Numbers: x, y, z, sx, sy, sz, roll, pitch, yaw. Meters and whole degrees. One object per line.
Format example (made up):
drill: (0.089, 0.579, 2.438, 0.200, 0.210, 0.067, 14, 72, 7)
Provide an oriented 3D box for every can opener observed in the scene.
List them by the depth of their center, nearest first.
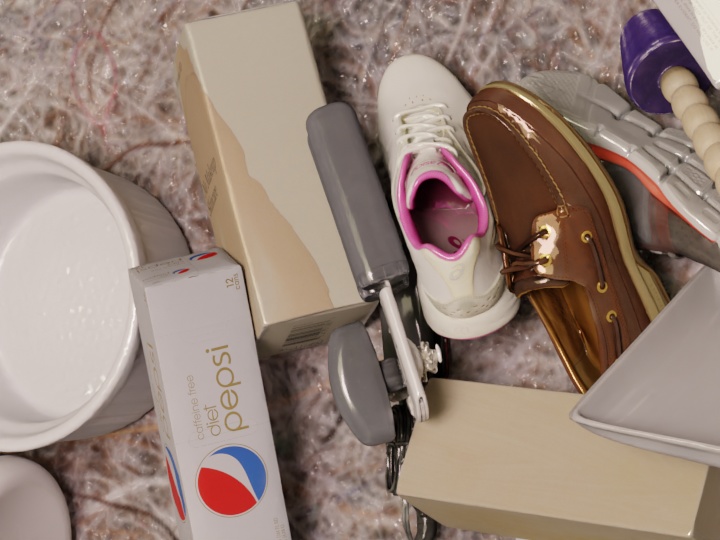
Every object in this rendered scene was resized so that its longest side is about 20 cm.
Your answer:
can opener: (0.000, 0.000, 1.308, 0.066, 0.053, 0.202, -13, 76, -5)

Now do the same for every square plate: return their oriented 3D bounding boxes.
square plate: (0.242, 0.064, 1.196, 0.199, 0.198, 0.029, 13, 121, 28)

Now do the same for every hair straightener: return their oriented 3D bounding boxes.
hair straightener: (0.024, 0.084, 1.358, 0.041, 0.077, 0.202, 1, 86, 23)

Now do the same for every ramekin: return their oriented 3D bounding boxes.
ramekin: (-0.205, 0.020, 1.474, 0.199, 0.097, 0.203, -3, 85, 28)

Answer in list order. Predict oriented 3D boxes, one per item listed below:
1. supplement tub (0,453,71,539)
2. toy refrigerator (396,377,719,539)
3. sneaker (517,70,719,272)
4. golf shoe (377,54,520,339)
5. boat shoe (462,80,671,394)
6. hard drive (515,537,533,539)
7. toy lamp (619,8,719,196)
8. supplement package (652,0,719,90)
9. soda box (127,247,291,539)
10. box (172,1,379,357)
supplement tub: (-0.310, 0.181, 1.489, 0.198, 0.144, 0.146, 9, 89, 28)
toy refrigerator: (0.126, 0.117, 1.284, 0.199, 0.070, 0.077, 4, 69, 36)
sneaker: (0.169, -0.040, 1.311, 0.200, 0.077, 0.082, 38, 130, 26)
golf shoe: (0.049, -0.061, 1.331, 0.075, 0.092, 0.201, -18, 58, 5)
boat shoe: (0.114, -0.013, 1.274, 0.072, 0.067, 0.201, -9, 115, 57)
hard drive: (0.201, 0.172, 1.286, 0.199, 0.026, 0.133, -32, 72, 23)
toy lamp: (0.193, -0.080, 1.255, 0.058, 0.058, 0.201, -41, 37, 19)
supplement package: (0.260, -0.200, 1.235, 0.200, 0.121, 0.120, -41, 69, 19)
soda box: (-0.092, 0.093, 1.377, 0.063, 0.068, 0.202, -13, 103, -13)
box: (-0.055, -0.056, 1.392, 0.077, 0.095, 0.202, -12, 75, -13)
